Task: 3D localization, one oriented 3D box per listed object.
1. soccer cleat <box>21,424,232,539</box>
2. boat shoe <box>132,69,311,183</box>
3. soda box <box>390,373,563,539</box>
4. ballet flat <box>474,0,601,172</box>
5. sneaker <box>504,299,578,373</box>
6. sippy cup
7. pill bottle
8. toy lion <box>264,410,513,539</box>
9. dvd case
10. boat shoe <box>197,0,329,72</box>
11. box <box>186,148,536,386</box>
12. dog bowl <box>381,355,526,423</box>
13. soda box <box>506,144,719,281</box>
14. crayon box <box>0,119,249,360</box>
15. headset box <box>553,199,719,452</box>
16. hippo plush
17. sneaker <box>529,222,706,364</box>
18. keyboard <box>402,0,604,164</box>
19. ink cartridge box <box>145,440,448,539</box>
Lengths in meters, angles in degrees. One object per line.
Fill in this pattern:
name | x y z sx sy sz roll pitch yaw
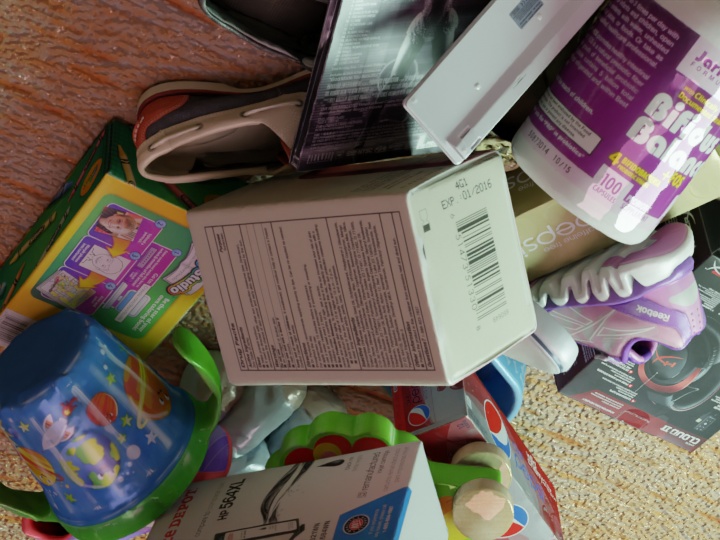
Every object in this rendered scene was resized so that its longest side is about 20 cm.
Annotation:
soccer cleat | -0.178 0.170 1.298 0.076 0.067 0.199 15 145 -43
boat shoe | -0.057 -0.094 1.160 0.197 0.063 0.072 -3 134 -4
soda box | 0.095 0.155 1.348 0.063 0.071 0.201 -22 132 16
ballet flat | 0.117 -0.136 1.143 0.067 0.047 0.201 11 133 -15
sneaker | 0.061 0.034 1.222 0.199 0.071 0.073 27 162 26
sippy cup | -0.198 0.104 1.227 0.178 0.139 0.131 -48 124 -17
pill bottle | 0.195 -0.126 1.089 0.112 0.113 0.201 26 108 -28
toy lion | 0.015 0.200 1.278 0.189 0.069 0.202 4 119 1
dvd case | 0.039 -0.157 1.075 0.147 0.016 0.202 -10 133 -33
boat shoe | -0.025 -0.154 1.094 0.198 0.071 0.072 15 132 -23
box | 0.000 0.000 1.130 0.198 0.109 0.129 -2 107 41
dog bowl | 0.060 0.064 1.339 0.111 0.050 0.200 -24 132 19
soda box | 0.161 -0.059 1.214 0.198 0.064 0.068 -25 132 19
crayon box | -0.180 -0.006 1.242 0.118 0.059 0.200 24 129 -27
headset box | 0.252 0.049 1.321 0.147 0.076 0.200 23 129 -25
hippo plush | -0.105 0.170 1.352 0.197 0.162 0.160 -6 136 1
sneaker | 0.173 0.031 1.240 0.199 0.080 0.089 -14 108 51
keyboard | 0.108 -0.158 1.059 0.056 0.011 0.200 44 81 -18
ink cartridge box | -0.050 0.203 1.178 0.198 0.146 0.085 -12 110 14
